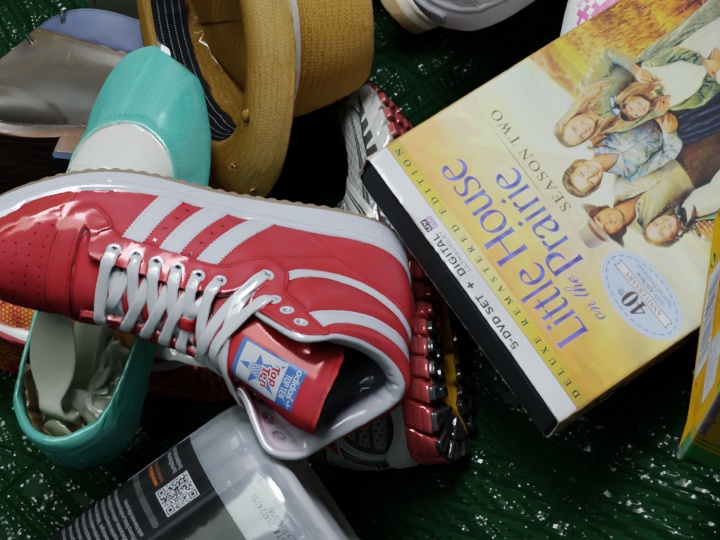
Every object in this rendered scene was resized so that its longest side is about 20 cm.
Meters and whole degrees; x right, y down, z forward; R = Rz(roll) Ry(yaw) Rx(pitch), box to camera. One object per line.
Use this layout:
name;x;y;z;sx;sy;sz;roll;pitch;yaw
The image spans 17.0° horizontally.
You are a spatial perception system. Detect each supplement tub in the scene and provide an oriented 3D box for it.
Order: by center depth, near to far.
supplement tub;-0.095;0.161;1.062;0.200;0.123;0.123;-35;55;1

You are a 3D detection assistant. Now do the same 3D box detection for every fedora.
fedora;-0.045;-0.127;1.150;0.081;0.201;0.201;-11;53;-21

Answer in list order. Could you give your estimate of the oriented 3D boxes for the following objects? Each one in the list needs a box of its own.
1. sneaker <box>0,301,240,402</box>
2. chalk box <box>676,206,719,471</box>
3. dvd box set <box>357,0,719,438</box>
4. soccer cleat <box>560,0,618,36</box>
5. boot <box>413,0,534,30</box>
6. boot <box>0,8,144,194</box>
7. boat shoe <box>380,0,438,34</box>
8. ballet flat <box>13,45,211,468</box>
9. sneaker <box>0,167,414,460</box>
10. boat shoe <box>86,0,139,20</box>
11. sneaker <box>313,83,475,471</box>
sneaker;-0.138;0.015;1.199;0.199;0.073;0.077;9;66;15
chalk box;0.243;0.025;0.974;0.199;0.124;0.125;12;66;2
dvd box set;0.120;-0.039;1.072;0.200;0.029;0.147;-32;78;-18
soccer cleat;0.094;-0.056;1.129;0.086;0.070;0.201;-2;63;5
boot;0.108;-0.194;1.154;0.200;0.096;0.074;-37;70;-28
boot;-0.172;-0.091;1.275;0.199;0.075;0.097;16;60;19
boat shoe;0.050;-0.219;1.239;0.069;0.074;0.201;-12;67;31
ballet flat;-0.115;-0.006;1.110;0.067;0.070;0.201;13;93;16
sneaker;-0.071;0.019;1.024;0.199;0.071;0.113;4;37;-9
boat shoe;-0.064;-0.182;1.249;0.199;0.074;0.066;-25;46;44
sneaker;0.000;0.000;1.139;0.082;0.078;0.201;-13;58;18
